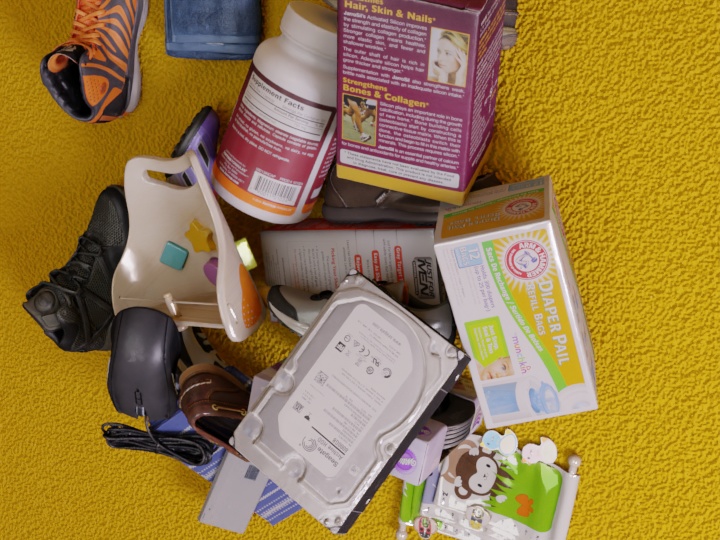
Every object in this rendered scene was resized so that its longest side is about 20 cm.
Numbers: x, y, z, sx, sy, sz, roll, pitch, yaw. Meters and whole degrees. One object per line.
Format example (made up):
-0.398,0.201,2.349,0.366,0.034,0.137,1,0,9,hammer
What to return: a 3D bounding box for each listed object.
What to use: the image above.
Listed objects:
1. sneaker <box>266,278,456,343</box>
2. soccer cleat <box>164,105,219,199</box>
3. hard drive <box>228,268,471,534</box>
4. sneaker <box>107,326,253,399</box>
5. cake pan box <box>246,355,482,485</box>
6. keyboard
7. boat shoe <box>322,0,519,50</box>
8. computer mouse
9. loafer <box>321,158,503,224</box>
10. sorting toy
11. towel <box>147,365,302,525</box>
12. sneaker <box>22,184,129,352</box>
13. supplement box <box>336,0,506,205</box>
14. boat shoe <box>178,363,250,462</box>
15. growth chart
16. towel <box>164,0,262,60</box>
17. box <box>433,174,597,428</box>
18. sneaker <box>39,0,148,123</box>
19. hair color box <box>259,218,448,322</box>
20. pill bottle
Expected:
0.004,0.040,1.270,0.198,0.074,0.080,14,102,15,sneaker
-0.178,-0.081,1.399,0.073,0.068,0.202,24,114,1,soccer cleat
-0.011,0.118,1.182,0.139,0.038,0.201,37,92,21,hard drive
-0.178,0.095,1.435,0.197,0.131,0.080,11,137,-13,sneaker
0.014,0.133,1.287,0.198,0.184,0.053,19,111,21,cake pan box
-0.125,0.217,1.410,0.056,0.011,0.201,14,127,-15,keyboard
0.059,-0.263,1.235,0.198,0.074,0.074,15,99,13,boat shoe
-0.195,0.131,1.321,0.139,0.046,0.202,12,127,-2,computer mouse
0.046,-0.086,1.277,0.198,0.073,0.072,-1,103,25,loafer
-0.176,-0.032,1.318,0.199,0.106,0.182,2,113,47,sorting toy
-0.117,0.191,1.409,0.144,0.024,0.200,-36,118,27,towel
-0.307,0.003,1.447,0.076,0.114,0.201,32,114,33,sneaker
0.053,-0.178,1.169,0.129,0.104,0.202,15,131,15,supplement box
-0.104,0.167,1.312,0.070,0.199,0.071,-46,37,18,boat shoe
0.131,0.232,1.352,0.198,0.018,0.147,7,106,23,growth chart
-0.154,-0.319,1.329,0.110,0.048,0.203,7,106,23,towel
0.146,0.029,1.203,0.111,0.102,0.202,-12,115,14,box
-0.284,-0.254,1.371,0.077,0.112,0.203,4,105,24,sneaker
0.000,0.000,1.329,0.198,0.061,0.103,1,105,27,hair color box
-0.068,-0.158,1.292,0.112,0.113,0.202,31,114,15,pill bottle
